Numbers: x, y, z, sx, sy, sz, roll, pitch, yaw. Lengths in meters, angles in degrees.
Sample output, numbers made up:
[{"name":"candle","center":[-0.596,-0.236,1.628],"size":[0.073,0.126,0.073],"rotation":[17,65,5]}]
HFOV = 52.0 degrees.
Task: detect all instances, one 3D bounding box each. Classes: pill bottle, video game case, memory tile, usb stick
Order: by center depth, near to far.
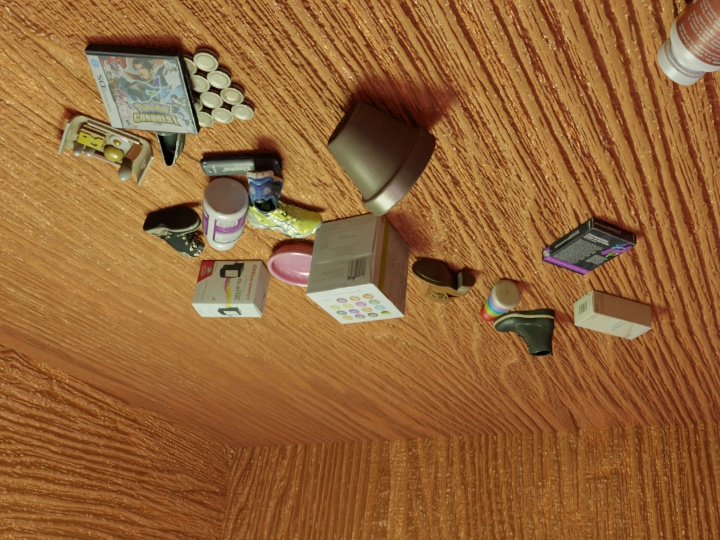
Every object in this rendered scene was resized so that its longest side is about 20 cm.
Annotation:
[{"name":"pill bottle","center":[0.560,-0.388,1.150],"size":[0.109,0.115,0.201],"rotation":[13,152,-12]},{"name":"video game case","center":[-0.431,-0.358,1.473],"size":[0.194,0.026,0.184],"rotation":[7,138,9]},{"name":"memory tile","center":[-0.315,-0.368,1.498],"size":[0.149,0.017,0.201],"rotation":[-5,149,21]},{"name":"usb stick","center":[-0.275,-0.245,1.702],"size":[0.194,0.033,0.056],"rotation":[0,153,14]},{"name":"pill bottle","center":[-0.341,-0.133,1.842],"size":[0.109,0.115,0.201],"rotation":[11,152,-9]}]

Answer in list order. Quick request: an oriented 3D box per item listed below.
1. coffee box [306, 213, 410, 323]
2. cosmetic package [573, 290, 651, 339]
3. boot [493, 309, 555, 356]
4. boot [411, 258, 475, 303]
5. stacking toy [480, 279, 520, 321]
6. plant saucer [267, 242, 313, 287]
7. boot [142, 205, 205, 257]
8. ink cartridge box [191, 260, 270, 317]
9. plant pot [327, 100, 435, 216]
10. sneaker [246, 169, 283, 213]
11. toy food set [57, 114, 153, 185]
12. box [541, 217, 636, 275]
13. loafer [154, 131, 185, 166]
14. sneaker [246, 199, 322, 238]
[{"name":"coffee box","center":[0.000,0.000,1.916],"size":[0.195,0.205,0.198],"rotation":[-8,150,27]},{"name":"cosmetic package","center":[0.728,0.130,2.133],"size":[0.194,0.075,0.104],"rotation":[15,152,-12]},{"name":"boot","center":[0.495,0.201,2.248],"size":[0.196,0.142,0.077],"rotation":[-15,146,37]},{"name":"boot","center":[0.214,0.035,2.091],"size":[0.194,0.079,0.155],"rotation":[7,158,-17]},{"name":"stacking toy","center":[0.397,0.098,2.158],"size":[0.083,0.088,0.201],"rotation":[9,160,-5]},{"name":"plant saucer","center":[-0.164,-0.019,2.083],"size":[0.194,0.052,0.202],"rotation":[6,153,3]},{"name":"boot","center":[-0.469,-0.100,1.976],"size":[0.195,0.075,0.151],"rotation":[-6,149,31]},{"name":"ink cartridge box","center":[-0.377,0.052,2.163],"size":[0.194,0.149,0.083],"rotation":[-1,150,14]},{"name":"plant pot","center":[0.028,-0.243,1.497],"size":[0.173,0.203,0.199],"rotation":[35,145,-15]},{"name":"sneaker","center":[-0.225,-0.177,1.711],"size":[0.076,0.092,0.200],"rotation":[1,180,5]},{"name":"toy food set","center":[-0.586,-0.269,1.698],"size":[0.196,0.062,0.143],"rotation":[19,150,-23]},{"name":"box","center":[0.573,-0.057,1.857],"size":[0.140,0.037,0.200],"rotation":[17,152,-20]},{"name":"loafer","center":[-0.413,-0.302,1.593],"size":[0.070,0.065,0.201],"rotation":[8,152,-2]},{"name":"sneaker","center":[-0.191,-0.135,1.845],"size":[0.194,0.077,0.077],"rotation":[6,153,-2]}]
